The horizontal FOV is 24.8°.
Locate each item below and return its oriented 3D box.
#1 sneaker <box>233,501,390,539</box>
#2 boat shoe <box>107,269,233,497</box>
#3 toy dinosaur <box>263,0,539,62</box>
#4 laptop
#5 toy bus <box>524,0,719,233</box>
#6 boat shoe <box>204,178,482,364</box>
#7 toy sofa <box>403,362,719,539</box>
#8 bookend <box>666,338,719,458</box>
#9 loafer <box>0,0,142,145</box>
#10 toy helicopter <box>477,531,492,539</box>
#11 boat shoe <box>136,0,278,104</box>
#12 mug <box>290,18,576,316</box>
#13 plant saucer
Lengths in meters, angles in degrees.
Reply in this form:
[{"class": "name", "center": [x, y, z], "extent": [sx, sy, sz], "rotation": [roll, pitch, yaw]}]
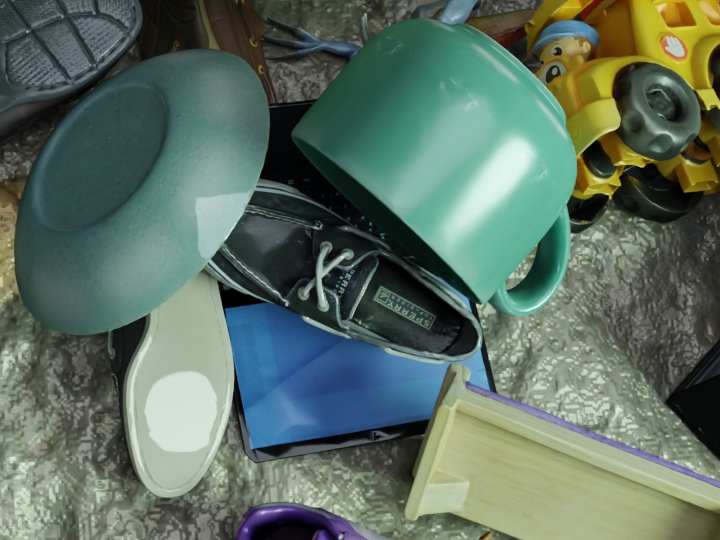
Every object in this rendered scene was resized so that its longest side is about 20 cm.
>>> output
[{"class": "sneaker", "center": [0.004, 0.187, 0.959], "extent": [0.198, 0.089, 0.081], "rotation": [16, 68, 25]}, {"class": "boat shoe", "center": [-0.125, 0.039, 1.027], "extent": [0.072, 0.063, 0.203], "rotation": [1, 85, -31]}, {"class": "toy dinosaur", "center": [0.035, -0.128, 1.090], "extent": [0.198, 0.105, 0.183], "rotation": [24, 91, -16]}, {"class": "laptop", "center": [0.000, 0.000, 1.036], "extent": [0.175, 0.202, 0.104], "rotation": [-8, 36, -15]}, {"class": "toy bus", "center": [0.175, -0.139, 1.084], "extent": [0.198, 0.136, 0.194], "rotation": [-9, 72, -32]}, {"class": "boat shoe", "center": [-0.015, 0.005, 0.992], "extent": [0.199, 0.068, 0.072], "rotation": [29, 90, -18]}, {"class": "toy sofa", "center": [0.133, 0.130, 1.006], "extent": [0.198, 0.098, 0.084], "rotation": [21, 113, 8]}, {"class": "bookend", "center": [0.324, 0.033, 1.053], "extent": [0.092, 0.200, 0.199], "rotation": [45, 72, 1]}, {"class": "loafer", "center": [-0.226, -0.116, 1.024], "extent": [0.199, 0.063, 0.072], "rotation": [-33, 84, -9]}, {"class": "toy helicopter", "center": [0.043, 0.246, 1.005], "extent": [0.198, 0.079, 0.134], "rotation": [-20, 82, -10]}, {"class": "boat shoe", "center": [-0.101, -0.157, 1.080], "extent": [0.067, 0.072, 0.202], "rotation": [1, 65, -46]}, {"class": "mug", "center": [0.056, -0.067, 0.968], "extent": [0.152, 0.185, 0.115], "rotation": [40, 87, 24]}, {"class": "plant saucer", "center": [-0.145, -0.059, 0.982], "extent": [0.039, 0.200, 0.203], "rotation": [40, 66, -42]}]
